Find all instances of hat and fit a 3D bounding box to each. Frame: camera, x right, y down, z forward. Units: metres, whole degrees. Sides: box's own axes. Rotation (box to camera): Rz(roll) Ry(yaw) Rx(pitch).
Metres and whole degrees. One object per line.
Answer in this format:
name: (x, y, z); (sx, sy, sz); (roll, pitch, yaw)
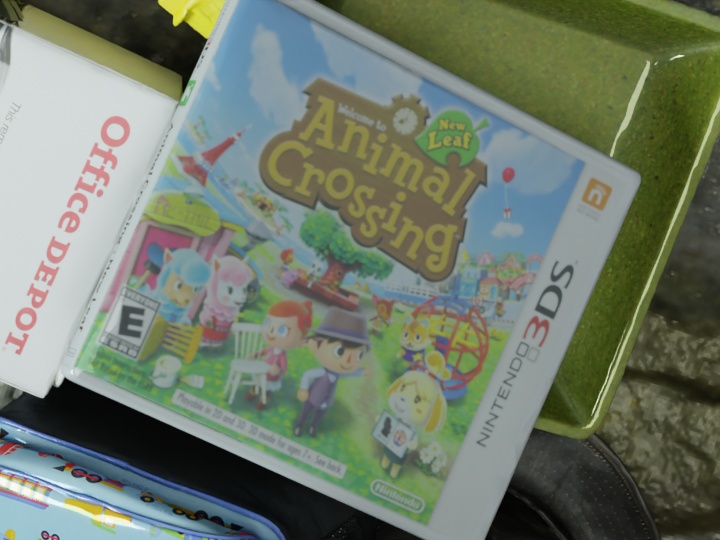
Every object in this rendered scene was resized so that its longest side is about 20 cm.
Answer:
hat: (0.046, 0.157, 1.239); (0.200, 0.081, 0.201); (-1, 104, -3)

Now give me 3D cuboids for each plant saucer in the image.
plant saucer: (0.044, -0.046, 1.195); (0.199, 0.048, 0.200); (16, 103, -18)

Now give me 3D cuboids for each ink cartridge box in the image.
ink cartridge box: (-0.193, -0.055, 1.173); (0.200, 0.084, 0.145); (24, 101, -8)

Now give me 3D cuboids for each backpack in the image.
backpack: (-0.102, 0.164, 1.191); (0.182, 0.135, 0.200); (21, 112, 19)

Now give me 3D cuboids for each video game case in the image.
video game case: (0.000, 0.000, 1.135); (0.200, 0.022, 0.182); (26, 84, -21)

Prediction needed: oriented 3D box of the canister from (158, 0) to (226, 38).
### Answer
canister: (-0.094, -0.216, 1.132); (0.200, 0.087, 0.149); (39, 112, -9)
